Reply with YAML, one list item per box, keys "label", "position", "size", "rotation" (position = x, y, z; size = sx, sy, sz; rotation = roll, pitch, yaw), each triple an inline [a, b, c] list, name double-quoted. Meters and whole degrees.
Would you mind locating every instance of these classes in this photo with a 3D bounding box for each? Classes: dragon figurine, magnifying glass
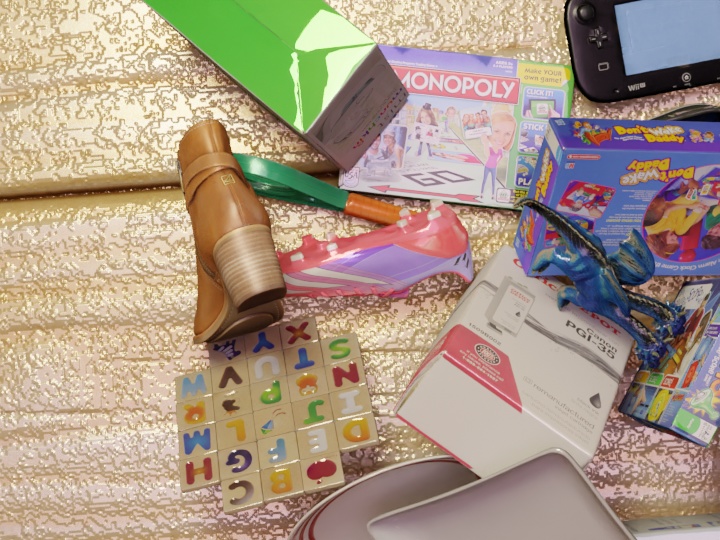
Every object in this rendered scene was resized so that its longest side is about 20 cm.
- label: "dragon figurine"
  position: [0.196, 0.000, 1.106]
  size: [0.099, 0.200, 0.059]
  rotation: [16, 61, 40]
- label: "magnifying glass"
  position: [-0.033, -0.067, 1.225]
  size: [0.200, 0.080, 0.022]
  rotation: [18, 80, -9]

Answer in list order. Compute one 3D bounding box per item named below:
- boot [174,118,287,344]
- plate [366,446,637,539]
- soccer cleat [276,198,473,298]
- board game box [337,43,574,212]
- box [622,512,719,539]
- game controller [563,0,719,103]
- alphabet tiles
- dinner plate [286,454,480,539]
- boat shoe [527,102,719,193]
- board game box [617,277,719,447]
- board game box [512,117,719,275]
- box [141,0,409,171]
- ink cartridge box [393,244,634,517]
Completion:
- label: "boot"
  position: [-0.123, -0.026, 1.170]
  size: [0.077, 0.200, 0.155]
  rotation: [-18, 77, -14]
- label: "plate"
  position: [0.137, 0.230, 1.087]
  size: [0.199, 0.032, 0.200]
  rotation: [-29, 109, 35]
- label: "soccer cleat"
  position: [0.000, 0.000, 1.208]
  size: [0.200, 0.067, 0.077]
  rotation: [-17, 107, 15]
- label: "board game box"
  position: [0.085, -0.126, 1.243]
  size: [0.200, 0.029, 0.135]
  rotation: [6, 89, 0]
- label: "box"
  position: [0.259, 0.308, 1.188]
  size: [0.200, 0.105, 0.184]
  rotation: [-6, 87, 0]
- label: "game controller"
  position: [0.279, -0.212, 1.230]
  size: [0.200, 0.042, 0.104]
  rotation: [-12, 86, -8]
- label: "alphabet tiles"
  position: [-0.074, 0.117, 1.172]
  size: [0.166, 0.200, 0.006]
  rotation: [-14, 131, 1]
- label: "dinner plate"
  position: [0.031, 0.202, 1.163]
  size: [0.200, 0.200, 0.024]
  rotation: [-22, 57, -1]
- label: "boat shoe"
  position: [0.239, -0.098, 1.212]
  size: [0.200, 0.057, 0.069]
  rotation: [-26, 96, -10]
- label: "board game box"
  position: [0.277, 0.071, 1.149]
  size: [0.034, 0.200, 0.135]
  rotation: [28, 88, 0]
- label: "board game box"
  position: [0.242, -0.059, 1.171]
  size: [0.200, 0.045, 0.135]
  rotation: [0, 131, -14]
- label: "box"
  position: [-0.073, -0.188, 1.156]
  size: [0.200, 0.176, 0.097]
  rotation: [40, 93, 13]
- label: "ink cartridge box"
  position: [0.132, 0.083, 1.144]
  size: [0.146, 0.200, 0.083]
  rotation: [35, 123, 1]
